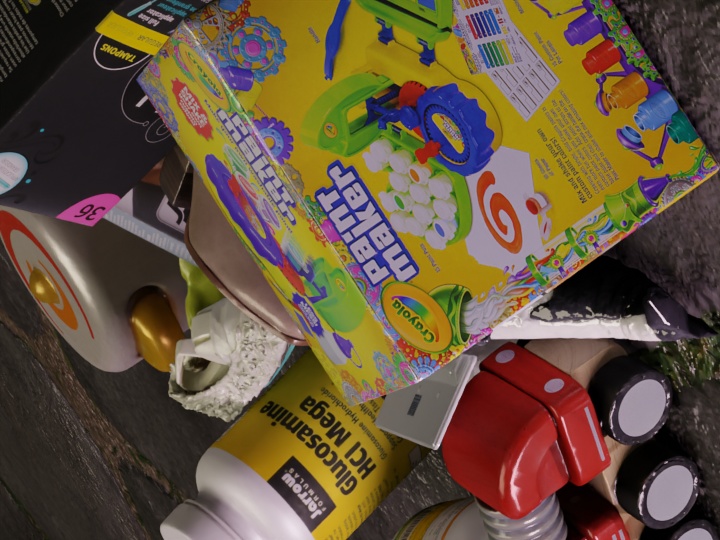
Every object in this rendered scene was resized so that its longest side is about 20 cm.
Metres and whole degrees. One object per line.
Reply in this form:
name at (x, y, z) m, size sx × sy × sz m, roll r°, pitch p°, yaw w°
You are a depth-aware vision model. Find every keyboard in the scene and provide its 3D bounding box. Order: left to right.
keyboard at (0.036, 0.073, 1.433) m, size 0.011 × 0.057 × 0.200 m, roll 19°, pitch 177°, yaw -8°

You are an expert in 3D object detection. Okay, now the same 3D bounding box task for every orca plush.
orca plush at (0.099, 0.000, 1.315) m, size 0.200 × 0.105 × 0.072 m, roll 6°, pitch 102°, yaw 59°

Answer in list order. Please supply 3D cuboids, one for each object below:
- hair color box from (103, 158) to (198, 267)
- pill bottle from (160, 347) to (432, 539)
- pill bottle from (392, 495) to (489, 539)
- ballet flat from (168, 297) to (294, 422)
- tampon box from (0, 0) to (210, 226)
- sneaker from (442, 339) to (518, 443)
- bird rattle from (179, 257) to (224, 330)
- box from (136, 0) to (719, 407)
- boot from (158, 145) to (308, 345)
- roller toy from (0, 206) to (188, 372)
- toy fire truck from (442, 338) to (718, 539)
hair color box at (-0.143, -0.080, 1.617) m, size 0.199 × 0.099 × 0.061 m, roll 27°, pitch 170°, yaw -2°
pill bottle at (-0.040, 0.137, 1.674) m, size 0.112 × 0.200 × 0.113 m, roll 39°, pitch 160°, yaw 17°
pill bottle at (0.093, 0.203, 1.609) m, size 0.111 × 0.111 × 0.200 m, roll 57°, pitch 161°, yaw -2°
ballet flat at (-0.090, 0.055, 1.635) m, size 0.072 × 0.072 × 0.200 m, roll 53°, pitch 153°, yaw 9°
tampon box at (-0.169, -0.144, 1.464) m, size 0.150 × 0.200 × 0.127 m, roll 13°, pitch -142°, yaw -57°
sneaker at (0.072, 0.044, 1.492) m, size 0.201 × 0.075 × 0.089 m, roll 87°, pitch 157°, yaw -44°
bird rattle at (-0.112, -0.052, 1.732) m, size 0.201 × 0.112 × 0.163 m, roll 58°, pitch 178°, yaw 4°
box at (0.030, -0.073, 1.187) m, size 0.201 × 0.192 × 0.122 m, roll 57°, pitch 161°, yaw -2°
boot at (-0.056, -0.071, 1.505) m, size 0.200 × 0.070 × 0.147 m, roll 49°, pitch 121°, yaw 32°
roller toy at (-0.203, -0.017, 1.938) m, size 0.201 × 0.139 × 0.182 m, roll 60°, pitch 161°, yaw -13°
toy fire truck at (0.081, 0.142, 1.400) m, size 0.128 × 0.199 × 0.177 m, roll 31°, pitch 149°, yaw 51°
